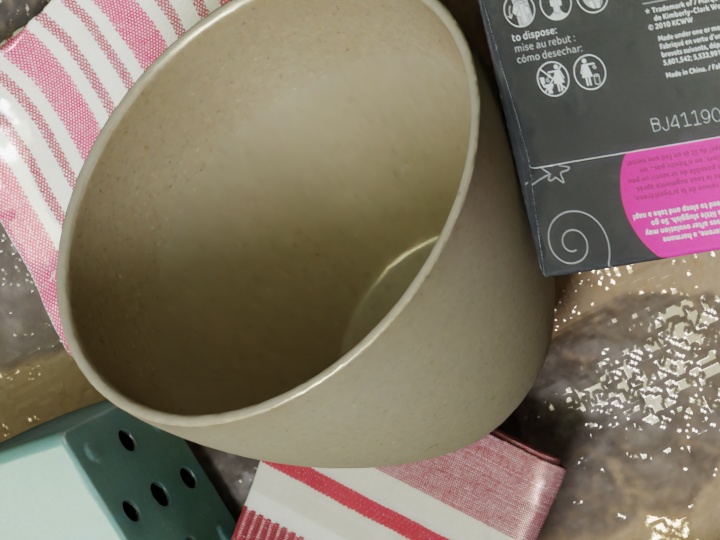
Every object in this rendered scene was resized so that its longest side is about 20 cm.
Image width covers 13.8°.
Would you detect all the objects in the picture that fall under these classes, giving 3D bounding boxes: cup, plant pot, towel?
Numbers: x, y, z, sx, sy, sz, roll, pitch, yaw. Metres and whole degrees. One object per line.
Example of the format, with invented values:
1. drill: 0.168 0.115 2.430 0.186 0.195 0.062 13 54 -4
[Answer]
1. cup: 0.000 0.000 1.190 0.200 0.143 0.201 -20 52 28
2. plant pot: -0.160 0.149 1.352 0.200 0.141 0.142 -34 86 25
3. towel: -0.094 -0.064 1.310 0.200 0.030 0.147 -34 87 32
4. towel: -0.002 0.148 1.270 0.144 0.023 0.201 25 96 37

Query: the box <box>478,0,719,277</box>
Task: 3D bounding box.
1. box: 0.163 -0.085 1.108 0.199 0.115 0.133 -9 98 30
